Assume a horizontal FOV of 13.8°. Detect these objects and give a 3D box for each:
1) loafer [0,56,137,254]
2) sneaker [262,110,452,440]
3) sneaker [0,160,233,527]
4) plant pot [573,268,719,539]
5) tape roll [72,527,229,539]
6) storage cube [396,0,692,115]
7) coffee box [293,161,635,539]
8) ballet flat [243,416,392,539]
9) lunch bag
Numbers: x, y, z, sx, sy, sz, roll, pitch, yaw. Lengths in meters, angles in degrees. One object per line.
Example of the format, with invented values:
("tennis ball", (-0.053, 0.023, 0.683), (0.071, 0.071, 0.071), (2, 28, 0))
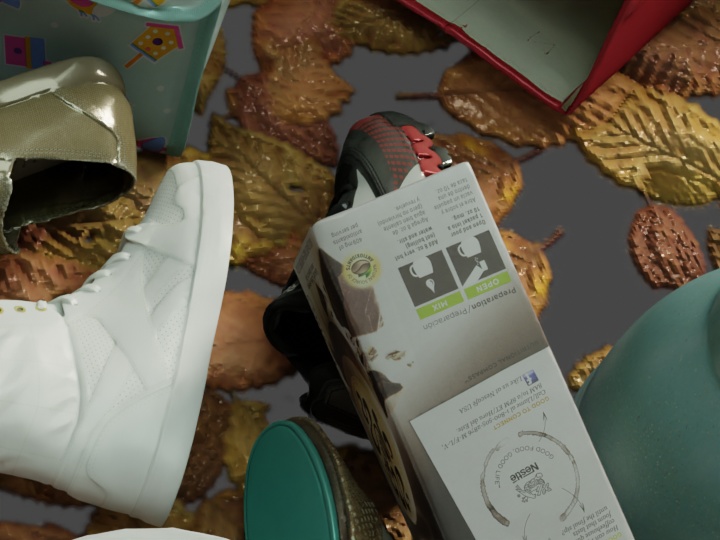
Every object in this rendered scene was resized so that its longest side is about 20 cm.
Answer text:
("loafer", (-0.192, -0.040, 1.399), (0.200, 0.076, 0.067), (-25, 60, -16))
("sneaker", (0.000, 0.000, 1.441), (0.098, 0.071, 0.201), (6, 52, -15))
("sneaker", (-0.126, 0.016, 1.389), (0.115, 0.074, 0.200), (16, 50, -8))
("plant pot", (0.206, 0.071, 1.407), (0.200, 0.134, 0.200), (8, 51, -10))
("tape roll", (-0.087, 0.207, 1.211), (0.202, 0.071, 0.203), (-2, 56, 3))
("storage cube", (0.117, -0.226, 1.582), (0.171, 0.200, 0.180), (35, 45, 13))
("coffee box", (0.047, 0.065, 1.322), (0.080, 0.113, 0.200), (-23, 84, -8))
("ballet flat", (-0.005, 0.158, 1.329), (0.065, 0.071, 0.200), (19, 46, -37))
("lunch bag", (-0.140, -0.168, 1.450), (0.170, 0.200, 0.122), (16, 49, -6))
